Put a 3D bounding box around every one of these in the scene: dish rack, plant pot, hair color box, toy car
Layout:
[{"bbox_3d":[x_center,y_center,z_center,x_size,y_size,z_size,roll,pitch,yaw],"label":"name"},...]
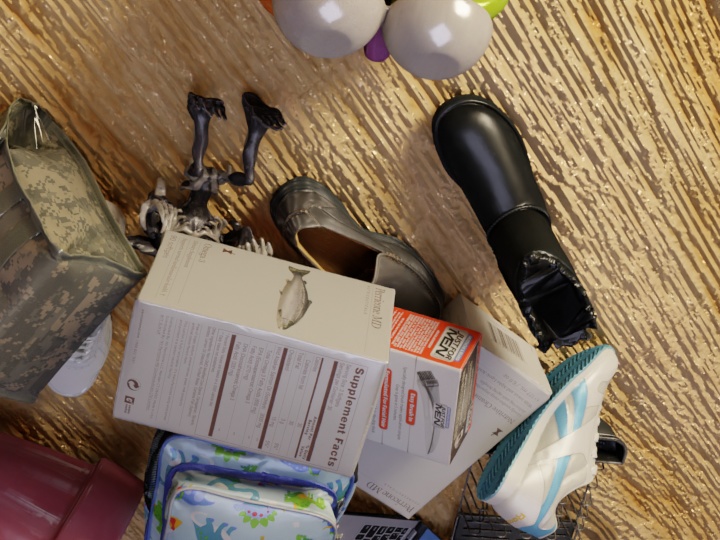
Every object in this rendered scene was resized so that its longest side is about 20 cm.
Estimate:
[{"bbox_3d":[0.175,0.231,1.386,0.152,0.055,0.202,6,121,-9],"label":"dish rack"},{"bbox_3d":[-0.327,0.243,1.274,0.178,0.200,0.201,33,115,-6],"label":"plant pot"},{"bbox_3d":[0.002,0.086,1.197,0.198,0.064,0.112,17,127,17],"label":"hair color box"},{"bbox_3d":[0.012,-0.223,1.033,0.198,0.177,0.150,9,156,-12],"label":"toy car"}]

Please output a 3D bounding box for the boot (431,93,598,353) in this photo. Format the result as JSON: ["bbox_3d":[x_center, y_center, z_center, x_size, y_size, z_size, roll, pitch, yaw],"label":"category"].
[{"bbox_3d":[0.132,-0.037,1.144,0.073,0.163,0.199,-25,122,9],"label":"boot"}]

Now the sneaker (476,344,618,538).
[{"bbox_3d":[0.191,0.158,1.281,0.081,0.076,0.201,40,70,-9],"label":"sneaker"}]

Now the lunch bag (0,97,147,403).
[{"bbox_3d":[-0.292,-0.024,1.097,0.164,0.201,0.117,-45,148,18],"label":"lunch bag"}]

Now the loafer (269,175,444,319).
[{"bbox_3d":[0.000,0.000,1.208,0.199,0.073,0.073,34,112,-25],"label":"loafer"}]

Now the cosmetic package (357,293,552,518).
[{"bbox_3d":[0.071,0.133,1.297,0.112,0.081,0.200,33,113,-25],"label":"cosmetic package"}]

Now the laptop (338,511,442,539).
[{"bbox_3d":[0.016,0.361,1.412,0.199,0.116,0.188,13,122,-38],"label":"laptop"}]

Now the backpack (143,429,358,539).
[{"bbox_3d":[-0.103,0.207,1.175,0.181,0.148,0.201,11,132,-7],"label":"backpack"}]

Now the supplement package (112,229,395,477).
[{"bbox_3d":[-0.082,0.065,1.081,0.198,0.117,0.118,14,118,-4],"label":"supplement package"}]

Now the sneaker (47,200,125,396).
[{"bbox_3d":[-0.255,0.041,1.192,0.077,0.100,0.202,6,122,-10],"label":"sneaker"}]

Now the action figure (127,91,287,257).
[{"bbox_3d":[-0.134,-0.050,1.147,0.118,0.102,0.201,10,119,-18],"label":"action figure"}]
